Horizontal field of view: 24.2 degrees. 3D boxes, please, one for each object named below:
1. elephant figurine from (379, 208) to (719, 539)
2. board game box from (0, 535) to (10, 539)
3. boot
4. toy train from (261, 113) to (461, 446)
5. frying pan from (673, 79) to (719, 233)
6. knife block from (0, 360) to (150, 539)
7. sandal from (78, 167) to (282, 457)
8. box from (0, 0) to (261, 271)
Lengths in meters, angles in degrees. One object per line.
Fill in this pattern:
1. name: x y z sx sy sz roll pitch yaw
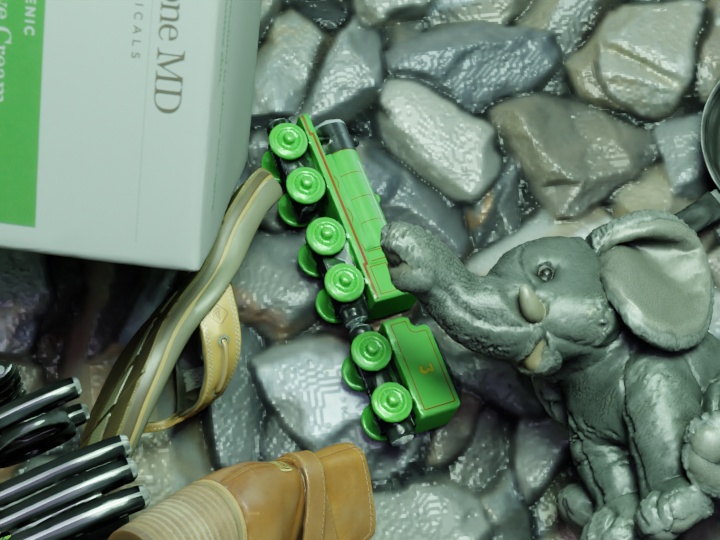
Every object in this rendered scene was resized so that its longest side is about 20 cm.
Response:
1. elephant figurine: 0.124 0.035 0.855 0.141 0.155 0.201 -32 81 9
2. board game box: -0.225 0.140 0.809 0.200 0.048 0.102 42 72 11
3. boot: -0.064 0.183 0.821 0.076 0.202 0.155 19 23 35
4. toy train: 0.000 0.000 0.920 0.056 0.042 0.202 -15 70 -19
5. frying pan: 0.231 -0.041 0.950 0.114 0.031 0.191 30 74 9
6. knife block: -0.198 0.132 0.754 0.174 0.064 0.202 20 69 4
7. sandal: -0.086 0.036 0.890 0.054 0.080 0.201 35 66 -12
8. box: -0.140 -0.129 0.840 0.169 0.200 0.201 7 110 0
